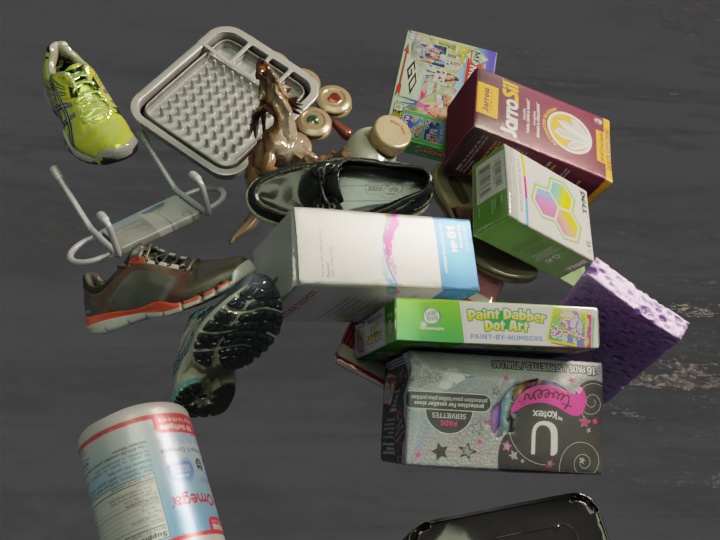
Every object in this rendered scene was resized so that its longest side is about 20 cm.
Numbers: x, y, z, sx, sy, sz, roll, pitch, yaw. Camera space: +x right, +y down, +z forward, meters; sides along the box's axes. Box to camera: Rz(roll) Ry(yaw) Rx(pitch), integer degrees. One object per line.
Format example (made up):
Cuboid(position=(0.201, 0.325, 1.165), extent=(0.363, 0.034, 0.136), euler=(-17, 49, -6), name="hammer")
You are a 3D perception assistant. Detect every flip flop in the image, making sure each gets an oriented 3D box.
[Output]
Cuboid(position=(0.154, -0.067, 1.024), extent=(0.081, 0.058, 0.200), euler=(-8, 58, -33), name="flip flop")

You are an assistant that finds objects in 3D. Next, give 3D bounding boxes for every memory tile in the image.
Cuboid(position=(-0.117, -0.203, 1.082), extent=(0.153, 0.017, 0.200), euler=(31, 60, 8), name="memory tile")

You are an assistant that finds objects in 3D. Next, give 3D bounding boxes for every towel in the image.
Cuboid(position=(0.071, 0.058, 0.968), extent=(0.144, 0.023, 0.200), euler=(27, 61, 3), name="towel")

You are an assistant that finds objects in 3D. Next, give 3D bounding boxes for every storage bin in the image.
Cuboid(position=(0.142, 0.306, 0.798), extent=(0.200, 0.094, 0.135), euler=(-6, 62, -15), name="storage bin")

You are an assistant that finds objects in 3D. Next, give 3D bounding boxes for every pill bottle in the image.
Cuboid(position=(-0.189, 0.234, 0.768), extent=(0.109, 0.109, 0.200), euler=(-15, 65, -18), name="pill bottle")

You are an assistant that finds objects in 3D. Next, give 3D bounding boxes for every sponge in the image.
Cuboid(position=(0.259, 0.073, 0.890), extent=(0.112, 0.200, 0.030), euler=(36, 63, 11), name="sponge")

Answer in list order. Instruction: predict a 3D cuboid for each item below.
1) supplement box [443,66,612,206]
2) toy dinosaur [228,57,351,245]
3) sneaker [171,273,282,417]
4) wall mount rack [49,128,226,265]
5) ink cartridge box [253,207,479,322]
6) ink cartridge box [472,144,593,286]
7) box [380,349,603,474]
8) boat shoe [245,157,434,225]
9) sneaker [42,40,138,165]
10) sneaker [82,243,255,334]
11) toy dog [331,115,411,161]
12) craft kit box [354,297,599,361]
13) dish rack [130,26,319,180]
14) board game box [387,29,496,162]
Cuboid(position=(0.215, -0.163, 1.057), extent=(0.200, 0.086, 0.110), euler=(18, 55, -14), name="supplement box")
Cuboid(position=(-0.102, -0.128, 0.951), extent=(0.086, 0.200, 0.136), euler=(3, 35, -46), name="toy dinosaur")
Cuboid(position=(-0.147, 0.061, 0.830), extent=(0.078, 0.200, 0.086), euler=(11, 43, -33), name="sneaker")
Cuboid(position=(-0.267, -0.089, 0.962), extent=(0.200, 0.075, 0.174), euler=(-29, 38, -25), name="wall mount rack")
Cuboid(position=(0.000, 0.000, 0.863), extent=(0.200, 0.145, 0.085), euler=(1, 73, -24), name="ink cartridge box")
Cuboid(position=(0.225, -0.059, 0.991), extent=(0.200, 0.059, 0.104), euler=(24, 53, -30), name="ink cartridge box")
Cuboid(position=(0.131, 0.150, 0.849), extent=(0.200, 0.132, 0.115), euler=(4, 78, -8), name="box")
Cuboid(position=(-0.017, -0.084, 0.851), extent=(0.199, 0.066, 0.075), euler=(3, 78, -11), name="boat shoe")
Cuboid(position=(-0.334, -0.199, 0.986), extent=(0.075, 0.076, 0.200), euler=(-30, 57, -26), name="sneaker")
Cuboid(position=(-0.210, 0.007, 0.864), extent=(0.200, 0.077, 0.082), euler=(-16, 92, 11), name="sneaker")
Cuboid(position=(-0.014, -0.115, 0.995), extent=(0.096, 0.132, 0.200), euler=(27, 38, -3), name="toy dog")
Cuboid(position=(0.109, 0.067, 0.847), extent=(0.200, 0.198, 0.049), euler=(3, 76, -10), name="craft kit box")
Cuboid(position=(-0.169, -0.208, 1.041), extent=(0.172, 0.044, 0.200), euler=(35, 61, 8), name="dish rack")
Cuboid(position=(0.112, -0.239, 1.139), extent=(0.134, 0.029, 0.200), euler=(13, 59, -2), name="board game box")
